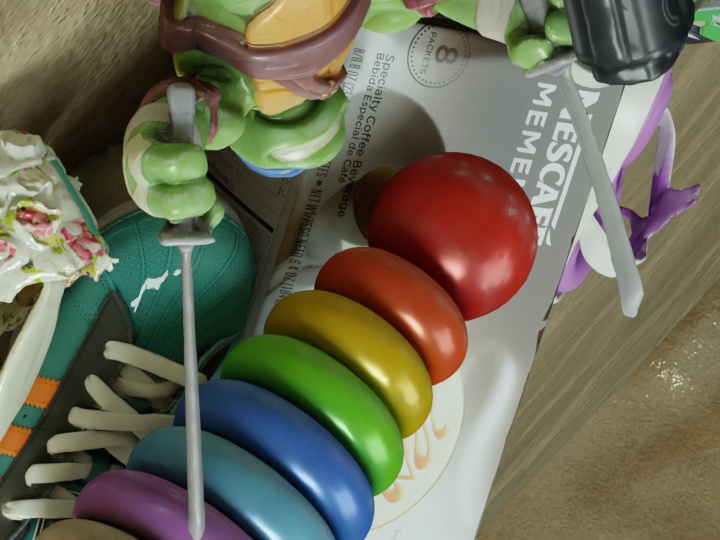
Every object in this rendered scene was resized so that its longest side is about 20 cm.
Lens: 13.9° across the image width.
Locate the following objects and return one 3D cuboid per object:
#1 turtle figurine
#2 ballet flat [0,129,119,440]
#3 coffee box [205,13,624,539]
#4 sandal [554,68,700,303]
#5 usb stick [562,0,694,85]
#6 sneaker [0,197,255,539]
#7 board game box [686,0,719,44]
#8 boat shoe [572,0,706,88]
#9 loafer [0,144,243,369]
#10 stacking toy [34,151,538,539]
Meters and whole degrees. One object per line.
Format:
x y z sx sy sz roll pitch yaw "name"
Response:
0.002 -0.065 0.829 0.144 0.200 0.194 -8 141 -1 "turtle figurine"
-0.145 0.045 0.904 0.200 0.064 0.076 -53 168 21 "ballet flat"
0.000 0.000 1.017 0.114 0.080 0.200 8 108 -31 "coffee box"
0.099 -0.030 1.095 0.203 0.050 0.082 93 23 -74 "sandal"
0.055 -0.149 0.797 0.033 0.200 0.055 -7 -158 21 "usb stick"
-0.091 0.069 0.935 0.200 0.071 0.080 -56 -151 19 "sneaker"
0.175 -0.179 1.062 0.135 0.029 0.200 1 -111 56 "board game box"
0.117 -0.144 0.988 0.060 0.072 0.202 -19 -148 50 "boat shoe"
-0.104 0.038 1.006 0.200 0.076 0.068 -51 -153 22 "loafer"
-0.012 0.041 0.907 0.200 0.085 0.085 -52 172 -23 "stacking toy"
